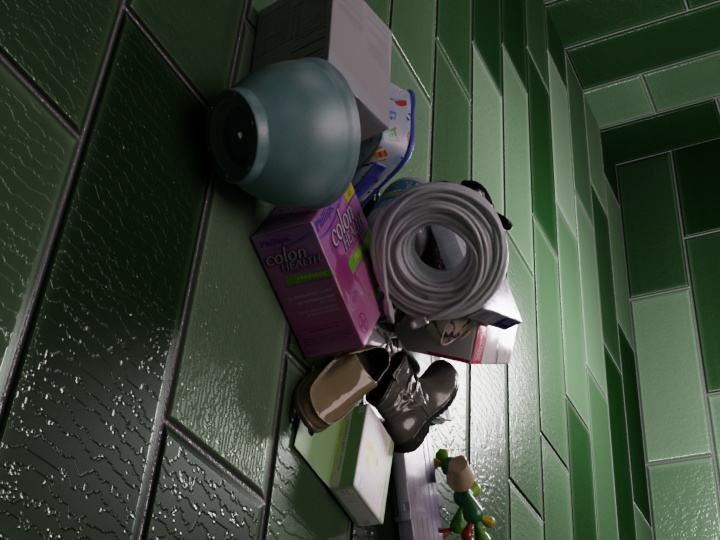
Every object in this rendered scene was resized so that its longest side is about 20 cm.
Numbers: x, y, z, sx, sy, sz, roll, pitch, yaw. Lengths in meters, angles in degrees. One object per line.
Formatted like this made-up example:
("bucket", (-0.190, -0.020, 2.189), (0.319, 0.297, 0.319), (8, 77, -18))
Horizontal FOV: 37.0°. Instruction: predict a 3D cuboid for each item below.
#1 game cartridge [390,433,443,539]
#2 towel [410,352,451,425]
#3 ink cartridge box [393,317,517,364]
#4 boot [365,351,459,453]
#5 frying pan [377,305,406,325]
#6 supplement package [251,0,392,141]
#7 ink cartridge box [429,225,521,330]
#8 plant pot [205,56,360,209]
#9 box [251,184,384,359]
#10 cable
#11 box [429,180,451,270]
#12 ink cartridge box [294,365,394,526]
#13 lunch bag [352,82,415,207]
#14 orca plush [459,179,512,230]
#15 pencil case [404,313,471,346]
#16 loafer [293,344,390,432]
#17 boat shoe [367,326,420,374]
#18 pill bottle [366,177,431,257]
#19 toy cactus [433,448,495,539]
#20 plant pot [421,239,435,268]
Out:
("game cartridge", (0.085, 0.335, 1.726), (0.130, 0.038, 0.200), (24, 56, -57))
("towel", (0.113, 0.164, 1.886), (0.149, 0.031, 0.200), (30, 51, -61))
("ink cartridge box", (0.162, 0.105, 1.806), (0.200, 0.145, 0.085), (11, 90, -63))
("boot", (0.085, 0.174, 1.666), (0.200, 0.068, 0.131), (-53, 131, -42))
("frying pan", (0.014, -0.001, 1.654), (0.031, 0.115, 0.190), (-32, 107, -48))
("supplement package", (-0.057, -0.296, 1.579), (0.152, 0.150, 0.200), (39, 42, -41))
("ink cartridge box", (0.177, -0.012, 1.688), (0.200, 0.041, 0.200), (17, 49, -64))
("plant pot", (-0.115, -0.175, 1.387), (0.134, 0.200, 0.201), (-8, 84, -39))
("box", (-0.048, -0.009, 1.531), (0.200, 0.097, 0.176), (67, 25, -20))
("cable", (0.113, -0.028, 1.533), (0.069, 0.200, 0.200), (-48, 124, -70))
("box", (0.161, -0.045, 1.831), (0.137, 0.038, 0.200), (8, 74, -68))
("ink cartridge box", (-0.018, 0.247, 1.523), (0.146, 0.048, 0.200), (-78, 149, -44))
("lunch bag", (0.011, -0.185, 1.657), (0.075, 0.200, 0.160), (17, 53, -23))
("orca plush", (0.227, -0.063, 1.855), (0.105, 0.071, 0.200), (-19, 100, -69))
("pencil case", (0.083, 0.040, 1.690), (0.078, 0.200, 0.089), (-55, 158, 1))
("loafer", (-0.023, 0.153, 1.494), (0.076, 0.067, 0.200), (52, 36, -5))
("boat shoe", (0.033, 0.118, 1.683), (0.200, 0.065, 0.074), (41, 41, -54))
("pill bottle", (0.076, -0.090, 1.841), (0.111, 0.111, 0.200), (68, 24, -19))
("toy cactus", (0.159, 0.362, 1.779), (0.165, 0.102, 0.200), (78, 1, -48))
("plant pot", (0.147, -0.014, 1.977), (0.201, 0.093, 0.201), (-14, 90, -69))
